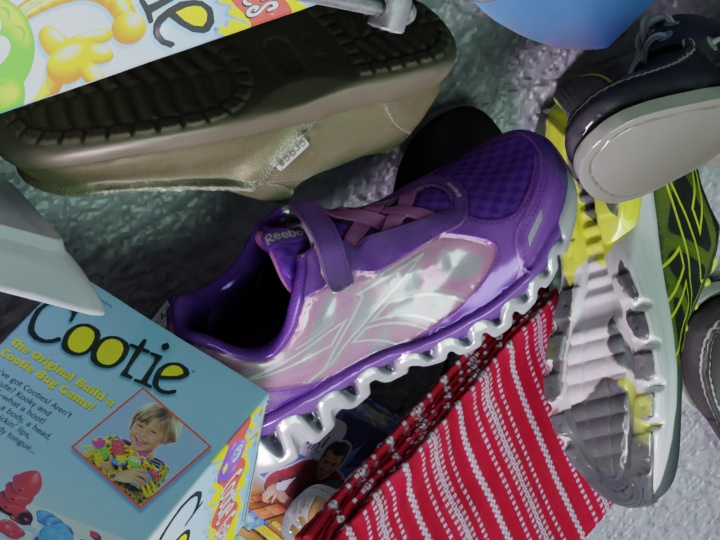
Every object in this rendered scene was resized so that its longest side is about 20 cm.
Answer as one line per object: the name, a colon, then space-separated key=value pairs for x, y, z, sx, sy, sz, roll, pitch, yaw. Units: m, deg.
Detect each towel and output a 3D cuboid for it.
towel: x=0.055 y=0.117 z=0.904 sx=0.200 sy=0.022 sz=0.145 roll=-45 pitch=128 yaw=-33

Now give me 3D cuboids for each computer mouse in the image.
computer mouse: x=0.045 y=0.020 z=0.908 sx=0.058 sy=0.034 sz=0.202 roll=-16 pitch=118 yaw=-31

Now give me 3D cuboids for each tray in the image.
tray: x=-0.195 y=-0.033 z=0.718 sx=0.199 sy=0.107 sz=0.022 roll=17 pitch=105 yaw=-36

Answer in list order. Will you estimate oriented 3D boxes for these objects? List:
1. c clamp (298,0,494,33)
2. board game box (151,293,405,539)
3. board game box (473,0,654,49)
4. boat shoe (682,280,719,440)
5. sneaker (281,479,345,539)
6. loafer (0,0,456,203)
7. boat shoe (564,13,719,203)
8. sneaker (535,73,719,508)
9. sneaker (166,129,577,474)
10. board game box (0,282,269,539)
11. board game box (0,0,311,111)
c clamp: x=0.048 y=-0.177 z=0.704 sx=0.170 sy=0.027 sz=0.202 roll=10 pitch=100 yaw=-58
board game box: x=-0.054 y=0.108 z=0.936 sx=0.199 sy=0.035 sz=0.136 roll=31 pitch=104 yaw=-39
board game box: x=0.104 y=-0.198 z=0.812 sx=0.200 sy=0.039 sz=0.158 roll=-45 pitch=126 yaw=-1
boat shoe: x=0.230 y=0.082 z=1.054 sx=0.072 sy=0.061 sz=0.201 roll=-39 pitch=131 yaw=1
sneaker: x=0.032 y=0.149 z=0.953 sx=0.088 sy=0.075 sz=0.200 roll=-48 pitch=136 yaw=-15
loafer: x=-0.053 y=-0.060 z=0.793 sx=0.198 sy=0.076 sz=0.068 roll=-11 pitch=135 yaw=-17
boat shoe: x=0.139 y=-0.080 z=0.850 sx=0.073 sy=0.063 sz=0.199 roll=-44 pitch=163 yaw=34
sneaker: x=0.137 y=0.009 z=0.899 sx=0.084 sy=0.074 sz=0.202 roll=0 pitch=86 yaw=-38
sneaker: x=0.000 y=0.000 z=0.813 sx=0.199 sy=0.081 sz=0.089 roll=-35 pitch=132 yaw=0
board game box: x=-0.136 y=0.117 z=0.758 sx=0.200 sy=0.104 sz=0.103 roll=-49 pitch=163 yaw=-36
board game box: x=-0.127 y=-0.129 z=0.679 sx=0.198 sy=0.105 sz=0.104 roll=-21 pitch=130 yaw=-13
